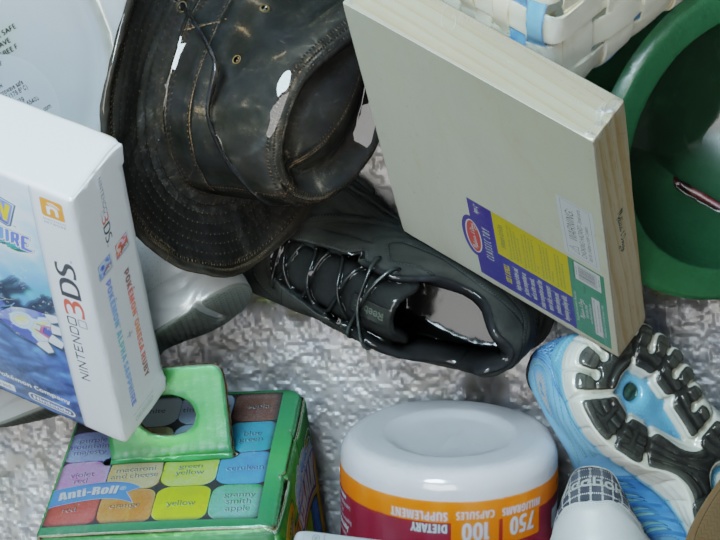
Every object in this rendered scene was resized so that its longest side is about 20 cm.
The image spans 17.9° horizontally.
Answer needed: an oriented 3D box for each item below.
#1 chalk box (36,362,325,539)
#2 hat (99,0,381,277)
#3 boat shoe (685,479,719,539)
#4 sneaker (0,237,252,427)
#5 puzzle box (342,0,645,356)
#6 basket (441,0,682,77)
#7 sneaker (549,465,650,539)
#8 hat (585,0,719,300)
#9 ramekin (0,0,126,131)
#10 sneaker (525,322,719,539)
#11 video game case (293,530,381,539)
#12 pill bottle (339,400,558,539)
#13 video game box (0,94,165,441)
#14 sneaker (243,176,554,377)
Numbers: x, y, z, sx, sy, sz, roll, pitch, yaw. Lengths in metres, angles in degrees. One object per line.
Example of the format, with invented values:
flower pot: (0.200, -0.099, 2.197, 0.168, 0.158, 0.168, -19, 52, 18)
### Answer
chalk box: (-0.087, 0.142, 1.165, 0.124, 0.124, 0.201, -4, 120, 8)
hat: (-0.033, -0.092, 1.064, 0.080, 0.200, 0.202, 8, 110, 35)
boat shoe: (0.246, 0.099, 1.111, 0.200, 0.071, 0.065, -39, 140, -1)
sneaker: (-0.137, 0.021, 1.189, 0.200, 0.070, 0.081, -34, 76, 37)
puzzle box: (0.064, -0.045, 1.031, 0.133, 0.200, 0.025, 31, 71, 23)
basket: (0.062, -0.185, 1.020, 0.200, 0.176, 0.140, 35, 154, 33)
sneaker: (0.131, 0.179, 1.161, 0.076, 0.081, 0.201, -6, 144, 5)
hat: (0.134, -0.095, 1.132, 0.199, 0.176, 0.167, 11, 107, -33)
ramekin: (-0.181, -0.114, 1.146, 0.198, 0.105, 0.202, 3, 106, 10)
sneaker: (0.158, 0.098, 1.163, 0.078, 0.090, 0.200, -47, 111, -19)
video game case: (0.051, 0.214, 1.101, 0.180, 0.023, 0.201, 6, 126, 1)
pill bottle: (0.046, 0.178, 1.180, 0.112, 0.113, 0.202, 2, 107, 11)
video game box: (-0.193, -0.020, 1.073, 0.199, 0.047, 0.183, 21, 143, 20)
sneaker: (0.000, 0.000, 1.150, 0.198, 0.091, 0.077, 15, 111, 8)
